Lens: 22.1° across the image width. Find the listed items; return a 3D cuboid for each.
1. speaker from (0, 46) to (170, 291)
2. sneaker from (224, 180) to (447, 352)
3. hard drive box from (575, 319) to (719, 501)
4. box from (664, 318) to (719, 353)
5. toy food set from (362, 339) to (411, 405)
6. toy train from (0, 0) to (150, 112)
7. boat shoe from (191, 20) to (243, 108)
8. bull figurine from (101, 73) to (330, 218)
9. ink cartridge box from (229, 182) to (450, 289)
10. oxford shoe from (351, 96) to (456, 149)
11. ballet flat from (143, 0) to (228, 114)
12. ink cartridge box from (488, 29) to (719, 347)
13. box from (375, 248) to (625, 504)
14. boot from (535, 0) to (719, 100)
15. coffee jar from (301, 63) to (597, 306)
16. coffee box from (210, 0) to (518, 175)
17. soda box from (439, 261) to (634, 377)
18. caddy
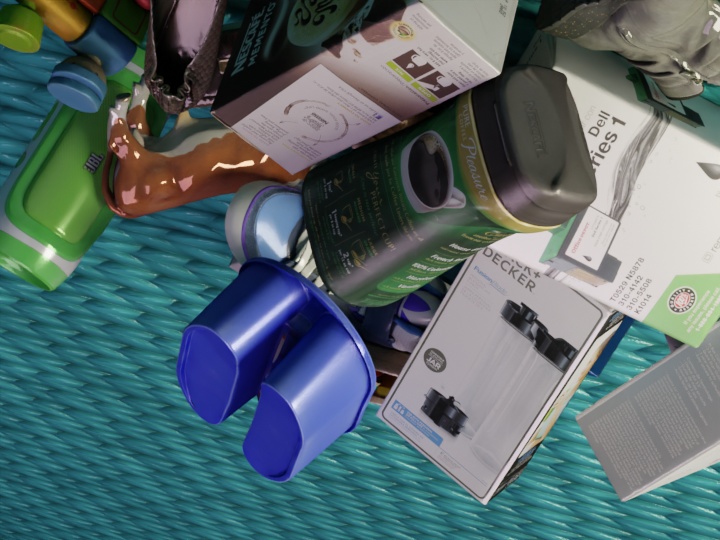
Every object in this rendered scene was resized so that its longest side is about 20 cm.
[{"bbox_3d":[-0.227,-0.086,1.489,0.088,0.200,0.088,28,167,7],"label":"speaker"},{"bbox_3d":[0.000,0.000,1.447,0.146,0.081,0.200,14,161,37],"label":"sneaker"},{"bbox_3d":[0.286,0.082,1.372,0.156,0.077,0.200,-12,159,-49],"label":"hard drive box"},{"bbox_3d":[0.256,0.024,1.443,0.041,0.039,0.200,10,156,23],"label":"box"},{"bbox_3d":[0.026,0.089,1.579,0.199,0.049,0.198,16,180,8],"label":"toy food set"},{"bbox_3d":[-0.237,-0.212,1.337,0.084,0.116,0.200,-3,148,44],"label":"toy train"},{"bbox_3d":[-0.053,-0.164,1.360,0.199,0.076,0.072,1,113,10],"label":"boat shoe"},{"bbox_3d":[-0.111,-0.104,1.459,0.065,0.199,0.122,-139,35,-60],"label":"bull figurine"},{"bbox_3d":[0.007,-0.001,1.644,0.200,0.084,0.145,32,156,-25],"label":"ink cartridge box"},{"bbox_3d":[0.080,-0.102,1.341,0.200,0.071,0.071,10,136,-42],"label":"oxford shoe"},{"bbox_3d":[-0.121,-0.192,1.270,0.067,0.046,0.200,17,128,4],"label":"ballet flat"},{"bbox_3d":[0.180,-0.058,1.275,0.200,0.084,0.146,24,118,-10],"label":"ink cartridge box"},{"bbox_3d":[0.108,0.062,1.381,0.117,0.060,0.200,40,122,16],"label":"box"},{"bbox_3d":[0.210,-0.165,1.138,0.130,0.068,0.200,23,165,-21],"label":"boot"},{"bbox_3d":[0.058,-0.054,1.200,0.200,0.105,0.085,-25,161,39],"label":"coffee jar"},{"bbox_3d":[0.005,-0.156,1.203,0.080,0.113,0.200,36,140,-29],"label":"coffee box"},{"bbox_3d":[0.125,0.005,1.507,0.200,0.068,0.064,33,178,2],"label":"soda box"},{"bbox_3d":[-0.060,0.072,1.431,0.141,0.105,0.200,43,154,11],"label":"caddy"}]
